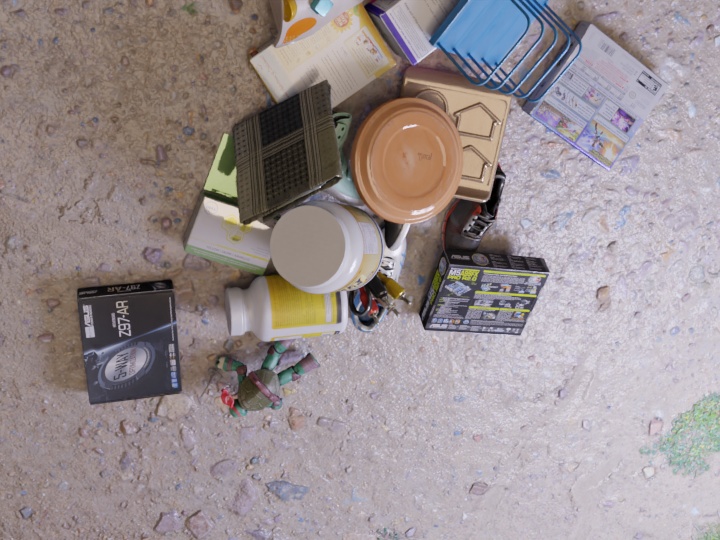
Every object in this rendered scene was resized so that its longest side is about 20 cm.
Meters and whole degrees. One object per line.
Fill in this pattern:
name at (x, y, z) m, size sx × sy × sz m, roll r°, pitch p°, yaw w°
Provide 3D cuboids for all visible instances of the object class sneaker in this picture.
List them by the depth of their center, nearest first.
sneaker at (-0.029, -0.188, 1.598) m, size 0.200 × 0.074 × 0.118 m, roll 30°, pitch 110°, yaw -38°
sneaker at (0.038, -0.135, 1.604) m, size 0.098 × 0.071 × 0.202 m, roll 6°, pitch 100°, yaw -22°
sneaker at (0.201, -0.096, 1.714) m, size 0.076 × 0.082 × 0.201 m, roll 10°, pitch 109°, yaw -19°
sneaker at (0.037, 0.017, 1.722) m, size 0.071 × 0.073 × 0.201 m, roll 13°, pitch 106°, yaw -18°

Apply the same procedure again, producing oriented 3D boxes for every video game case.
video game case at (0.410, -0.303, 1.708) m, size 0.199 × 0.045 × 0.182 m, roll 30°, pitch 100°, yaw -24°

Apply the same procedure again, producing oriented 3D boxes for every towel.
towel at (-0.113, -0.178, 1.506) m, size 0.192 × 0.201 × 0.035 m, roll -22°, pitch 145°, yaw 23°

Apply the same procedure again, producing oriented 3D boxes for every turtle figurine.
turtle figurine at (-0.175, 0.199, 1.728) m, size 0.200 × 0.101 × 0.150 m, roll -41°, pitch 116°, yaw -3°

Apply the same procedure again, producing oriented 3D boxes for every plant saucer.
plant saucer at (0.080, -0.174, 1.560) m, size 0.199 × 0.032 × 0.202 m, roll -5°, pitch 100°, yaw -26°

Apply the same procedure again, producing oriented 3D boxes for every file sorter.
file sorter at (0.234, -0.354, 1.517) m, size 0.199 × 0.123 × 0.139 m, roll 0°, pitch 137°, yaw -53°

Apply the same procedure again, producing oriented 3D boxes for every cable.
cable at (0.000, 0.000, 1.682) m, size 0.097 × 0.050 × 0.201 m, roll -31°, pitch 78°, yaw 2°

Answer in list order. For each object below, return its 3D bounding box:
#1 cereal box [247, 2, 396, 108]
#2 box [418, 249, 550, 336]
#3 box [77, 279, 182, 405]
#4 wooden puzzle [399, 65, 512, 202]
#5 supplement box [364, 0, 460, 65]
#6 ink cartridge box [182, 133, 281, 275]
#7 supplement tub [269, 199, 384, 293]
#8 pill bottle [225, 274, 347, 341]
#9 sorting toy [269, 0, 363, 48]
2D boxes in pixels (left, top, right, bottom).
cereal box at (-0.062, -0.336, 1.566) m, size 0.199 × 0.040 × 0.144 m, roll -33°, pitch 116°, yaw 1°
box at (0.223, 0.043, 1.773) m, size 0.198 × 0.044 × 0.161 m, roll 4°, pitch 129°, yaw -17°
box at (-0.390, 0.122, 1.661) m, size 0.159 × 0.044 × 0.202 m, roll -5°, pitch 113°, yaw -14°
wooden puzzle at (0.147, -0.230, 1.648) m, size 0.184 × 0.046 × 0.202 m, roll 10°, pitch 105°, yaw -1°
supplement box at (0.121, -0.431, 1.544) m, size 0.200 × 0.101 × 0.104 m, roll -38°, pitch 117°, yaw 3°
ink cartridge box at (-0.194, -0.106, 1.621) m, size 0.145 × 0.048 × 0.201 m, roll 18°, pitch 108°, yaw -21°
supplement tub at (-0.052, -0.037, 1.542) m, size 0.143 × 0.200 × 0.146 m, roll 0°, pitch 91°, yaw 16°
pill bottle at (-0.127, 0.062, 1.671) m, size 0.198 × 0.112 × 0.113 m, roll -5°, pitch 113°, yaw -14°
sorting toy at (-0.065, -0.461, 1.472) m, size 0.179 × 0.107 × 0.201 m, roll -22°, pitch 104°, yaw -22°
